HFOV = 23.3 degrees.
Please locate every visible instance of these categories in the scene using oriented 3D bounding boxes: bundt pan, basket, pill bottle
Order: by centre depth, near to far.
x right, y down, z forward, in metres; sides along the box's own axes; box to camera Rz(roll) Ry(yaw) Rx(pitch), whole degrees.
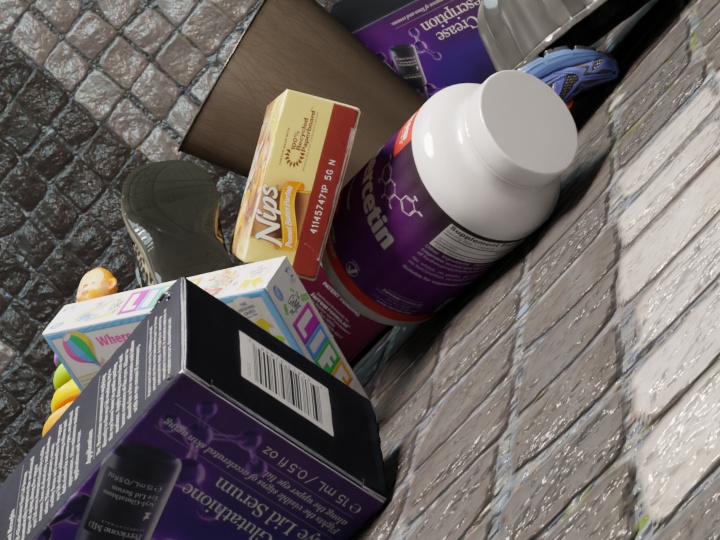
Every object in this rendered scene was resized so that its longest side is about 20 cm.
[{"bbox_3d":[0.060,-0.050,1.181,0.200,0.112,0.113,-44,8,49],"label":"pill bottle"},{"bbox_3d":[0.173,-0.228,1.366,0.201,0.076,0.202,-34,-5,-3],"label":"bundt pan"},{"bbox_3d":[-0.030,-0.128,1.514,0.181,0.199,0.136,-57,5,6],"label":"basket"}]

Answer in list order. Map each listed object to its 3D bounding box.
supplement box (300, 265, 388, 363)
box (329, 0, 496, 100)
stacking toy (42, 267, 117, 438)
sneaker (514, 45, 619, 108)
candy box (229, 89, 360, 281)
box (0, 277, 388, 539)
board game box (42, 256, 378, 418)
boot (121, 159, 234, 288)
[{"bbox_3d":[0.000,0.000,1.443,0.200,0.086,0.111,-46,6,30],"label":"supplement box"},{"bbox_3d":[0.080,-0.203,1.559,0.199,0.141,0.079,-22,35,37],"label":"box"},{"bbox_3d":[-0.198,0.086,1.351,0.115,0.109,0.202,-27,57,31],"label":"stacking toy"},{"bbox_3d":[0.113,-0.098,1.312,0.199,0.079,0.075,-33,-8,-3],"label":"sneaker"},{"bbox_3d":[-0.049,-0.059,1.214,0.200,0.055,0.117,-161,86,-84],"label":"candy box"},{"bbox_3d":[-0.104,0.132,1.000,0.200,0.147,0.105,-49,23,19],"label":"box"},{"bbox_3d":[-0.102,0.070,1.169,0.198,0.135,0.034,-11,31,35],"label":"board game box"},{"bbox_3d":[-0.131,0.027,1.288,0.204,0.073,0.155,-114,20,-51],"label":"boot"}]
